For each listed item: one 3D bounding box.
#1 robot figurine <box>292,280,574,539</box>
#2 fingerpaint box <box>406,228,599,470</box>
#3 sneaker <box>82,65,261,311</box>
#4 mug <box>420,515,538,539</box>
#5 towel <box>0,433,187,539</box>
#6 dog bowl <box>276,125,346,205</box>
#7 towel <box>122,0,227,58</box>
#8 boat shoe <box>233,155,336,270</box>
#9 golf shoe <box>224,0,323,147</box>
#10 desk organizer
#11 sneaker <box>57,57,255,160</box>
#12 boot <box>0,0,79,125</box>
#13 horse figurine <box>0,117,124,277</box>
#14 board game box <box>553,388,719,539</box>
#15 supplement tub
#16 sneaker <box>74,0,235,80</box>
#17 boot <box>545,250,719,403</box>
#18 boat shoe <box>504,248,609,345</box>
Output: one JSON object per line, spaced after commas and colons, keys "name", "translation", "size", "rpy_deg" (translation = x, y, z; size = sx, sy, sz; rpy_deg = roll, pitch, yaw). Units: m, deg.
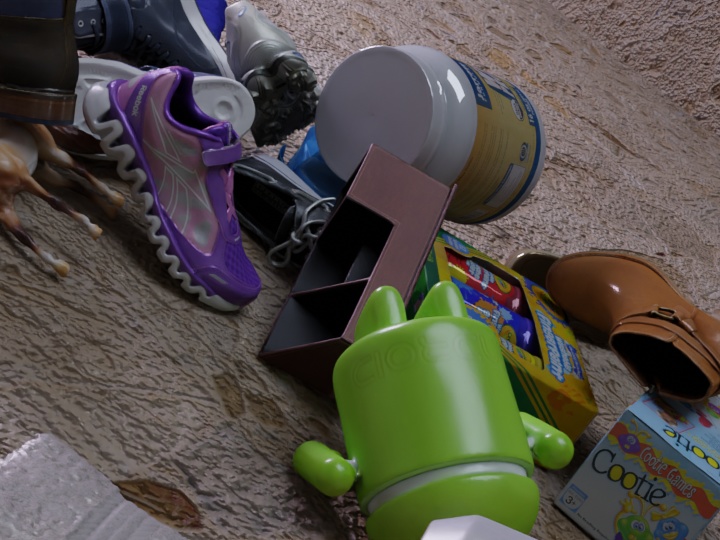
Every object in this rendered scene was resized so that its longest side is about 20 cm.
{"name": "robot figurine", "translation": [0.048, 0.110, 0.959], "size": [0.175, 0.116, 0.200], "rpy_deg": [-5, 63, -18]}
{"name": "fingerpaint box", "translation": [0.104, 0.055, 1.259], "size": [0.167, 0.073, 0.200], "rpy_deg": [30, 22, -15]}
{"name": "sneaker", "translation": [-0.122, -0.067, 1.093], "size": [0.200, 0.088, 0.080], "rpy_deg": [61, 16, -4]}
{"name": "mug", "translation": [0.081, 0.217, 0.803], "size": [0.153, 0.149, 0.187], "rpy_deg": [30, 14, 8]}
{"name": "towel", "translation": [-0.154, 0.153, 0.720], "size": [0.133, 0.034, 0.200], "rpy_deg": [38, 21, 4]}
{"name": "dog bowl", "translation": [-0.027, -0.073, 1.366], "size": [0.111, 0.050, 0.200], "rpy_deg": [36, 22, 2]}
{"name": "towel", "translation": [-0.211, -0.257, 1.483], "size": [0.148, 0.050, 0.200], "rpy_deg": [24, 24, -11]}
{"name": "boat shoe", "translation": [-0.044, -0.033, 1.223], "size": [0.199, 0.074, 0.068], "rpy_deg": [42, 25, 21]}
{"name": "golf shoe", "translation": [-0.081, -0.178, 1.319], "size": [0.097, 0.078, 0.200], "rpy_deg": [61, -7, 12]}
{"name": "desk organizer", "translation": [0.000, 0.000, 1.119], "size": [0.077, 0.072, 0.200], "rpy_deg": [30, 47, -5]}
{"name": "sneaker", "translation": [-0.196, -0.133, 1.228], "size": [0.200, 0.081, 0.146], "rpy_deg": [-1, 5, -20]}
{"name": "boot", "translation": [-0.291, -0.170, 1.035], "size": [0.200, 0.097, 0.075], "rpy_deg": [13, 14, 0]}
{"name": "horse figurine", "translation": [-0.234, -0.071, 1.048], "size": [0.133, 0.050, 0.200], "rpy_deg": [38, 22, -8]}
{"name": "board game box", "translation": [0.255, 0.163, 1.221], "size": [0.105, 0.103, 0.200], "rpy_deg": [40, 21, 15]}
{"name": "supplement tub", "translation": [0.065, -0.122, 1.333], "size": [0.145, 0.145, 0.200], "rpy_deg": [48, 20, 28]}
{"name": "sneaker", "translation": [-0.202, -0.193, 1.326], "size": [0.146, 0.077, 0.202], "rpy_deg": [-29, 96, -36]}
{"name": "boot", "translation": [0.228, 0.050, 1.238], "size": [0.200, 0.077, 0.155], "rpy_deg": [30, 23, 19]}
{"name": "boat shoe", "translation": [0.207, 0.021, 1.506], "size": [0.200, 0.071, 0.065], "rpy_deg": [28, 15, -41]}
